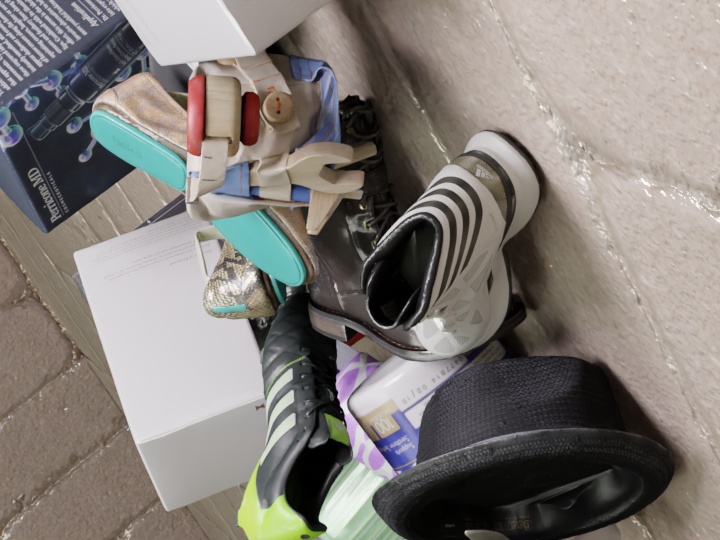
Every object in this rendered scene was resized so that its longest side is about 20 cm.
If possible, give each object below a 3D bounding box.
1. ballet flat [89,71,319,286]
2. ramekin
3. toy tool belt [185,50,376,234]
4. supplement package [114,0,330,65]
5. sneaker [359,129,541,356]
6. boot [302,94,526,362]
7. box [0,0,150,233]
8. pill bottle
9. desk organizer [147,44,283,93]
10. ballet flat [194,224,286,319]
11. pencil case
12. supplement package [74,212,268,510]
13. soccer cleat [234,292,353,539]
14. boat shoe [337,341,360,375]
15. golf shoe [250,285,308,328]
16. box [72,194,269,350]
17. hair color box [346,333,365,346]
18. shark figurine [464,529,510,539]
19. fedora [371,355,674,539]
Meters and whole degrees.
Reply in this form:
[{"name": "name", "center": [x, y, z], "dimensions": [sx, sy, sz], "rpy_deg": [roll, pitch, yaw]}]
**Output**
[{"name": "ballet flat", "center": [-0.092, -0.071, 1.318], "dimensions": [0.200, 0.067, 0.068], "rpy_deg": [38, 148, 10]}, {"name": "ramekin", "center": [0.022, 0.213, 1.729], "dimensions": [0.200, 0.098, 0.200], "rpy_deg": [41, -179, -1]}, {"name": "toy tool belt", "center": [-0.044, -0.085, 1.185], "dimensions": [0.200, 0.122, 0.125], "rpy_deg": [151, 120, -85]}, {"name": "supplement package", "center": [-0.076, -0.199, 1.113], "dimensions": [0.120, 0.121, 0.200], "rpy_deg": [56, 166, -15]}, {"name": "sneaker", "center": [0.036, 0.007, 1.189], "dimensions": [0.076, 0.115, 0.201], "rpy_deg": [42, 149, 20]}, {"name": "boot", "center": [0.013, -0.034, 1.324], "dimensions": [0.199, 0.069, 0.175], "rpy_deg": [6, 119, 38]}, {"name": "box", "center": [-0.209, -0.155, 1.471], "dimensions": [0.107, 0.200, 0.149], "rpy_deg": [43, 164, 31]}, {"name": "pill bottle", "center": [0.094, 0.138, 1.401], "dimensions": [0.200, 0.120, 0.120], "rpy_deg": [53, 166, -2]}, {"name": "desk organizer", "center": [-0.100, -0.162, 1.364], "dimensions": [0.072, 0.077, 0.200], "rpy_deg": [48, 165, 14]}, {"name": "ballet flat", "center": [-0.085, -0.035, 1.426], "dimensions": [0.200, 0.075, 0.068], "rpy_deg": [-82, -23, -52]}, {"name": "pencil case", "center": [0.058, 0.145, 1.524], "dimensions": [0.200, 0.084, 0.086], "rpy_deg": [34, 145, 16]}, {"name": "supplement package", "center": [-0.147, 0.073, 1.619], "dimensions": [0.121, 0.119, 0.200], "rpy_deg": [78, 170, -55]}, {"name": "soccer cleat", "center": [-0.036, 0.105, 1.384], "dimensions": [0.067, 0.201, 0.081], "rpy_deg": [29, 147, -36]}, {"name": "boat shoe", "center": [0.017, 0.111, 1.624], "dimensions": [0.200, 0.072, 0.071], "rpy_deg": [35, 170, 0]}, {"name": "golf shoe", "center": [0.000, 0.000, 1.470], "dimensions": [0.200, 0.094, 0.078], "rpy_deg": [-23, 97, 49]}, {"name": "box", "center": [-0.147, 0.024, 1.796], "dimensions": [0.200, 0.158, 0.048], "rpy_deg": [40, 162, 37]}, {"name": "hair color box", "center": [-0.058, -0.009, 1.631], "dimensions": [0.111, 0.064, 0.200], "rpy_deg": [47, 166, 24]}, {"name": "shark figurine", "center": [0.060, 0.246, 1.326], "dimensions": [0.128, 0.214, 0.090], "rpy_deg": [37, -140, -48]}, {"name": "fedora", "center": [0.102, 0.113, 1.274], "dimensions": [0.201, 0.200, 0.092], "rpy_deg": [81, -177, -62]}]
